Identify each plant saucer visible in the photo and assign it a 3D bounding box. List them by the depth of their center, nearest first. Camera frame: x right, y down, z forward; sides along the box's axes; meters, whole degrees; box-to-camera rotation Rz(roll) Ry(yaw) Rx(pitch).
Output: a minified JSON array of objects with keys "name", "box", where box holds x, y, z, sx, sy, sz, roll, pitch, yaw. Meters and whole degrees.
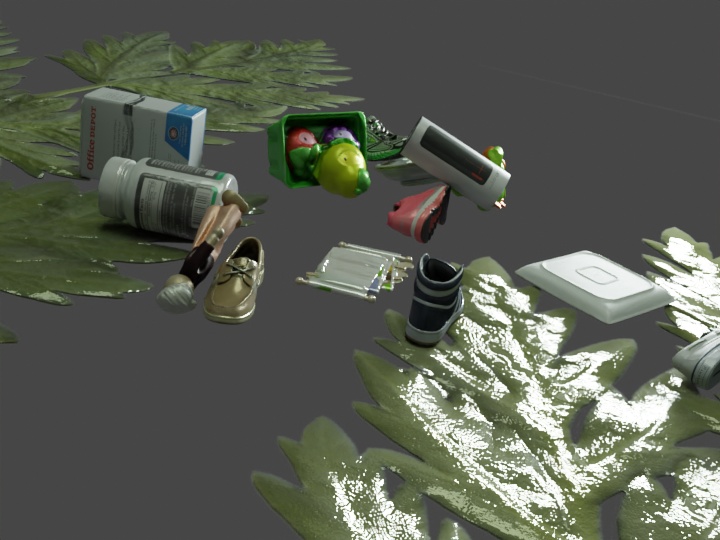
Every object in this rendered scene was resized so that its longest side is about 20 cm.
[{"name":"plant saucer","box":[0.128,-0.199,1.923,0.197,0.051,0.200,-9,10,2]}]

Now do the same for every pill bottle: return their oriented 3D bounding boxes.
[{"name":"pill bottle","box":[-0.300,-0.113,1.528,0.197,0.115,0.113,12,24,4]}]

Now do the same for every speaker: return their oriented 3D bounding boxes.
[{"name":"speaker","box":[0.174,-0.194,1.785,0.199,0.082,0.081,33,24,-4]}]

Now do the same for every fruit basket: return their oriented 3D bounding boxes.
[{"name":"fruit basket","box":[-0.058,-0.218,1.841,0.212,0.158,0.216,-2,10,0]}]

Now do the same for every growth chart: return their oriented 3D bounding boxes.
[{"name":"growth chart","box":[0.000,0.000,1.513,0.143,0.018,0.200,17,25,14]}]

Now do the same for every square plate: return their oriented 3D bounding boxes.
[{"name":"square plate","box":[0.389,0.018,1.611,0.198,0.029,0.197,-12,32,-40]}]

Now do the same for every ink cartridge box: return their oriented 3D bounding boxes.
[{"name":"ink cartridge box","box":[-0.380,-0.225,1.706,0.197,0.147,0.084,12,23,6]}]

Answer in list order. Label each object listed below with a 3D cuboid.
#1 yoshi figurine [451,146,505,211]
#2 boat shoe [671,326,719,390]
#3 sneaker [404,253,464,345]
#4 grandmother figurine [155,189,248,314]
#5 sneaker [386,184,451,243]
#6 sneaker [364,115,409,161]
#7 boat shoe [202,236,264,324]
[{"name":"yoshi figurine","box":[0.233,-0.186,1.918,0.110,0.114,0.201,2,25,6]},{"name":"boat shoe","box":[0.521,0.107,1.404,0.198,0.075,0.066,-15,36,-42]},{"name":"sneaker","box":[0.117,0.019,1.401,0.069,0.110,0.200,15,24,11]},{"name":"grandmother figurine","box":[-0.222,-0.016,1.348,0.060,0.122,0.201,23,49,3]},{"name":"sneaker","box":[0.105,-0.114,1.740,0.086,0.075,0.200,15,24,15]},{"name":"sneaker","box":[0.029,-0.270,1.999,0.077,0.087,0.199,-16,21,-40]},{"name":"boat shoe","box":[-0.172,0.012,1.358,0.071,0.066,0.200,11,24,3]}]
